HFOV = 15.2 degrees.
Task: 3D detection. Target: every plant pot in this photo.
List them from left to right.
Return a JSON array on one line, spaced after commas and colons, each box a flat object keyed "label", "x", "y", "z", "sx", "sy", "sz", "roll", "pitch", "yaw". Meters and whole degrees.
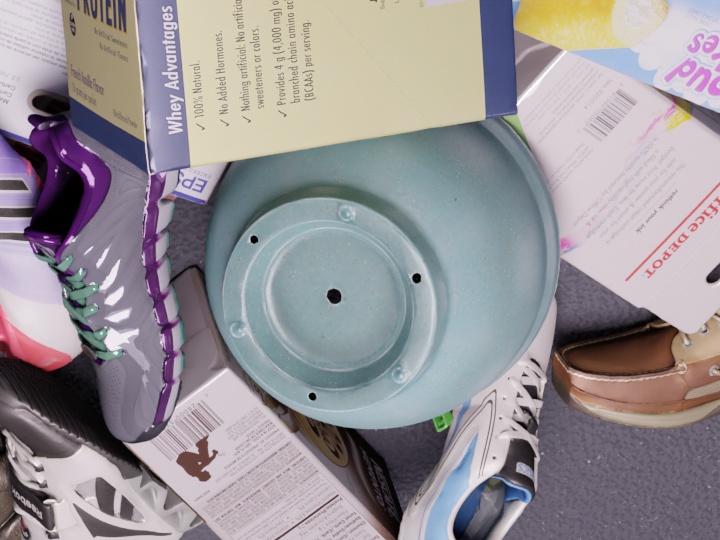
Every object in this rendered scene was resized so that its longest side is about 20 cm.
[{"label": "plant pot", "x": -0.002, "y": 0.002, "z": 1.470, "sx": 0.200, "sy": 0.134, "sz": 0.201, "roll": 4, "pitch": 106, "yaw": 15}]

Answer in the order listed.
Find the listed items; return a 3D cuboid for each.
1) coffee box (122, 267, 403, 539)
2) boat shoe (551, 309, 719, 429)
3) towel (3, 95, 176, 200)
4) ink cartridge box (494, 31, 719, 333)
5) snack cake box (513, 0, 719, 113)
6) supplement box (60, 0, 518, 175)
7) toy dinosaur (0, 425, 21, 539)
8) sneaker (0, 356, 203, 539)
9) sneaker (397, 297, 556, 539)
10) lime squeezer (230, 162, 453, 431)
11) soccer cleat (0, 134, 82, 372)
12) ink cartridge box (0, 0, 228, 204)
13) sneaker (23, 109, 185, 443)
[{"label": "coffee box", "x": -0.060, "y": 0.108, "z": 1.605, "sx": 0.080, "sy": 0.113, "sz": 0.200, "roll": -36, "pitch": 124, "yaw": 9}, {"label": "boat shoe", "x": 0.214, "y": 0.047, "z": 1.655, "sx": 0.199, "sy": 0.076, "sz": 0.074, "roll": -3, "pitch": 119, "yaw": -20}, {"label": "towel", "x": -0.213, "y": -0.057, "z": 1.519, "sx": 0.200, "sy": 0.023, "sz": 0.144, "roll": 32, "pitch": 114, "yaw": -27}, {"label": "ink cartridge box", "x": 0.152, "y": -0.060, "z": 1.566, "sx": 0.200, "sy": 0.067, "sz": 0.117, "roll": 33, "pitch": 112, "yaw": -27}, {"label": "snack cake box", "x": 0.153, "y": -0.158, "z": 1.473, "sx": 0.200, "sy": 0.115, "sz": 0.067, "roll": 19, "pitch": 118, "yaw": -22}, {"label": "supplement box", "x": -0.042, "y": -0.170, "z": 1.356, "sx": 0.199, "sy": 0.134, "sz": 0.201, "roll": -10, "pitch": 107, "yaw": -21}, {"label": "toy dinosaur", "x": -0.227, "y": 0.123, "z": 1.602, "sx": 0.102, "sy": 0.077, "sz": 0.200, "roll": -15, "pitch": 130, "yaw": -19}, {"label": "sneaker", "x": -0.169, "y": 0.123, "z": 1.538, "sx": 0.088, "sy": 0.074, "sz": 0.200, "roll": -42, "pitch": 137, "yaw": 2}, {"label": "sneaker", "x": 0.084, "y": 0.098, "z": 1.602, "sx": 0.072, "sy": 0.200, "sz": 0.072, "roll": 6, "pitch": 158, "yaw": 37}, {"label": "lime squeezer", "x": 0.000, "y": 0.000, "z": 1.581, "sx": 0.200, "sy": 0.071, "sz": 0.038, "roll": 53, "pitch": 143, "yaw": -4}, {"label": "soccer cleat", "x": -0.189, "y": -0.022, "z": 1.491, "sx": 0.076, "sy": 0.067, "sz": 0.200, "roll": -26, "pitch": 136, "yaw": -17}, {"label": "ink cartridge box", "x": -0.126, "y": -0.153, "z": 1.457, "sx": 0.196, "sy": 0.043, "sz": 0.200, "roll": 20, "pitch": 117, "yaw": -26}, {"label": "sneaker", "x": -0.149, "y": 0.002, "z": 1.461, "sx": 0.087, "sy": 0.074, "sz": 0.201, "roll": -13, "pitch": 110, "yaw": -38}]
